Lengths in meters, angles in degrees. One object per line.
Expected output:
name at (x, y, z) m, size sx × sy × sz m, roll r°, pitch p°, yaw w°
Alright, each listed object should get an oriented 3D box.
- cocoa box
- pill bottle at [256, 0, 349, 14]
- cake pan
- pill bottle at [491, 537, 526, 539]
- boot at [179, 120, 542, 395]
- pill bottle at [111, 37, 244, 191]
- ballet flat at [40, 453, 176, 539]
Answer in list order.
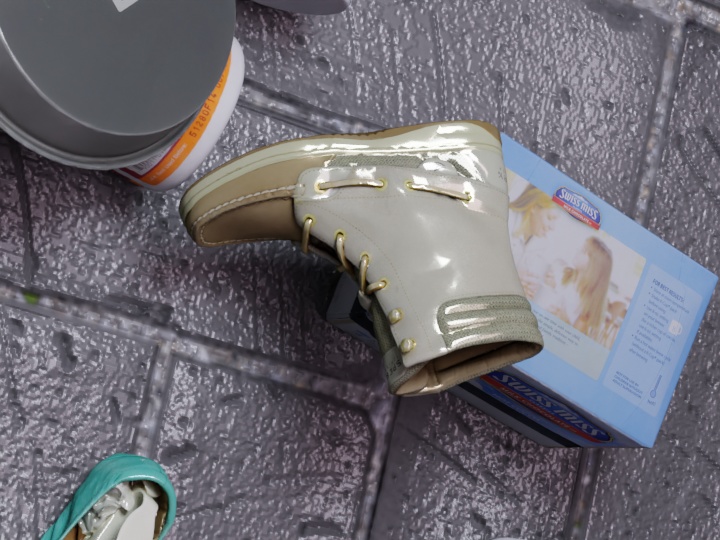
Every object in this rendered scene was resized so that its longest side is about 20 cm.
cocoa box at (0.107, 0.017, 1.643) m, size 0.200 × 0.131 × 0.134 m, roll 31°, pitch 73°, yaw -25°
pill bottle at (-0.027, -0.271, 1.579) m, size 0.119 × 0.119 × 0.201 m, roll 19°, pitch 78°, yaw -27°
cake pan at (-0.149, -0.159, 1.422) m, size 0.200 × 0.037 × 0.201 m, roll 10°, pitch 75°, yaw -39°
pill bottle at (0.168, 0.246, 1.675) m, size 0.199 × 0.119 × 0.120 m, roll 10°, pitch 83°, yaw -28°
boot at (0.000, 0.000, 1.497) m, size 0.199 × 0.072 × 0.155 m, roll -10°, pitch 69°, yaw -5°
pill bottle at (-0.178, -0.136, 1.501) m, size 0.199 × 0.109 × 0.110 m, roll 28°, pitch 74°, yaw -26°
ballet flat at (-0.177, 0.194, 1.508) m, size 0.067 × 0.070 × 0.200 m, roll 41°, pitch 69°, yaw -22°
